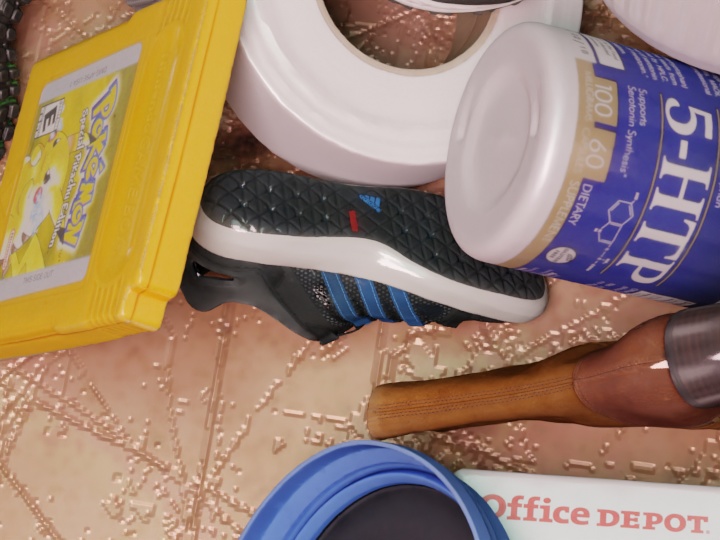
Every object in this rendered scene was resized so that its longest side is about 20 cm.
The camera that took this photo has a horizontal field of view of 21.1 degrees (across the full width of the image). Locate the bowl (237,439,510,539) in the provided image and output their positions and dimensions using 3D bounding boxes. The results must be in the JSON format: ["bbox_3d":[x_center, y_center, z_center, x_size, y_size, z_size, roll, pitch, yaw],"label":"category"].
[{"bbox_3d":[0.002,0.183,0.931,0.200,0.039,0.202,-21,60,42],"label":"bowl"}]

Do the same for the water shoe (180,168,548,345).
[{"bbox_3d":[0.000,0.000,1.034,0.199,0.079,0.072,14,42,-13],"label":"water shoe"}]

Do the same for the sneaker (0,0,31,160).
[{"bbox_3d":[-0.236,-0.125,1.081,0.085,0.078,0.201,16,92,28],"label":"sneaker"}]

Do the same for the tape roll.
[{"bbox_3d":[0.015,-0.148,1.034,0.201,0.071,0.204,2,81,-16],"label":"tape roll"}]

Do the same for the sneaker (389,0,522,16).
[{"bbox_3d":[0.009,-0.191,0.961,0.199,0.079,0.074,25,74,-13],"label":"sneaker"}]

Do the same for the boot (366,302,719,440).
[{"bbox_3d":[0.128,0.067,0.977,0.199,0.188,0.069,-15,83,29],"label":"boot"}]

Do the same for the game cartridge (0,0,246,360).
[{"bbox_3d":[-0.137,-0.047,1.004,0.032,0.200,0.177,21,72,-29],"label":"game cartridge"}]

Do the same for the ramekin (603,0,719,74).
[{"bbox_3d":[0.201,-0.184,0.960,0.199,0.105,0.201,5,45,-5],"label":"ramekin"}]

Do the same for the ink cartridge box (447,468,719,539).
[{"bbox_3d":[0.109,0.204,0.947,0.146,0.083,0.201,3,73,7],"label":"ink cartridge box"}]

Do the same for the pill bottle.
[{"bbox_3d":[0.154,-0.045,0.971,0.199,0.120,0.120,11,72,-21],"label":"pill bottle"}]

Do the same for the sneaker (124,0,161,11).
[{"bbox_3d":[-0.137,-0.213,1.105,0.200,0.074,0.082,42,84,15],"label":"sneaker"}]
